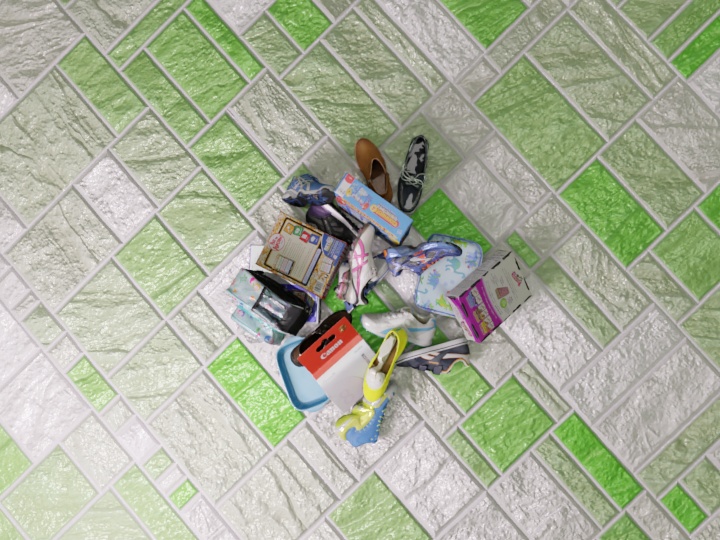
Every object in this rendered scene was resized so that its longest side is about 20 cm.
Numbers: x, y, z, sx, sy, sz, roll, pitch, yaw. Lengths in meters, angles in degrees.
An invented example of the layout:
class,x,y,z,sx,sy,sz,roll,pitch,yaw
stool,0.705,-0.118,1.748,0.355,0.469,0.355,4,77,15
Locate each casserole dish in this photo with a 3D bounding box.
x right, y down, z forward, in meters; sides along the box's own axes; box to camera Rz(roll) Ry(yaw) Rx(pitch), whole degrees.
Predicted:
class,x,y,z,sx,sy,sz,roll,pitch,yaw
casserole dish,-0.146,0.269,1.662,0.119,0.039,0.203,-21,88,3

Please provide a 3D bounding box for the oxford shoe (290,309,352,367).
class,x,y,z,sx,sy,sz,roll,pitch,yaw
oxford shoe,-0.088,0.168,1.615,0.073,0.084,0.200,46,63,2

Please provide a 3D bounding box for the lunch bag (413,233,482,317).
class,x,y,z,sx,sy,sz,roll,pitch,yaw
lunch bag,0.226,0.016,1.621,0.158,0.082,0.204,12,89,5

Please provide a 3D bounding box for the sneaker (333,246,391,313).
class,x,y,z,sx,sy,sz,roll,pitch,yaw
sneaker,-0.001,0.001,1.639,0.115,0.081,0.200,43,93,2

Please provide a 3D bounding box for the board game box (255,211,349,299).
class,x,y,z,sx,sy,sz,roll,pitch,yaw
board game box,-0.148,-0.039,1.614,0.197,0.046,0.154,26,87,12

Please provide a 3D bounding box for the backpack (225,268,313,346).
class,x,y,z,sx,sy,sz,roll,pitch,yaw
backpack,-0.237,0.087,1.564,0.199,0.178,0.151,39,86,9

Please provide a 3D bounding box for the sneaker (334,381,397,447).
class,x,y,z,sx,sy,sz,roll,pitch,yaw
sneaker,0.032,0.378,1.640,0.199,0.076,0.106,-37,105,2

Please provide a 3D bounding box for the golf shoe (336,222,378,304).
class,x,y,z,sx,sy,sz,roll,pitch,yaw
golf shoe,0.008,-0.015,1.573,0.090,0.073,0.204,18,98,5

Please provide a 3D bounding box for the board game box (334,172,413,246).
class,x,y,z,sx,sy,sz,roll,pitch,yaw
board game box,0.033,-0.143,1.581,0.199,0.196,0.056,36,86,5

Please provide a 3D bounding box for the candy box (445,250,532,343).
class,x,y,z,sx,sy,sz,roll,pitch,yaw
candy box,0.319,0.062,1.569,0.199,0.061,0.138,-37,110,-20

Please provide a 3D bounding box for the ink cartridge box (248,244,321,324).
class,x,y,z,sx,sy,sz,roll,pitch,yaw
ink cartridge box,-0.197,0.035,1.670,0.196,0.043,0.203,4,88,4

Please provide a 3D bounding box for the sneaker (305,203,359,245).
class,x,y,z,sx,sy,sz,roll,pitch,yaw
sneaker,-0.059,-0.101,1.658,0.200,0.076,0.088,43,101,11

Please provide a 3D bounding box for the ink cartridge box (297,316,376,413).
class,x,y,z,sx,sy,sz,roll,pitch,yaw
ink cartridge box,-0.040,0.240,1.591,0.162,0.057,0.201,-41,128,-5

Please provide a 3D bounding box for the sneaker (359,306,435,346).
class,x,y,z,sx,sy,sz,roll,pitch,yaw
sneaker,0.096,0.130,1.623,0.196,0.077,0.082,12,110,-5

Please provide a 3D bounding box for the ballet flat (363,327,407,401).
class,x,y,z,sx,sy,sz,roll,pitch,yaw
ballet flat,0.052,0.231,1.563,0.066,0.067,0.203,28,95,22

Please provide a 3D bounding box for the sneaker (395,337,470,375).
class,x,y,z,sx,sy,sz,roll,pitch,yaw
sneaker,0.185,0.232,1.620,0.196,0.078,0.081,-14,82,2

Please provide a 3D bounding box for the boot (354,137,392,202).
class,x,y,z,sx,sy,sz,roll,pitch,yaw
boot,0.034,-0.262,1.605,0.073,0.155,0.203,-24,83,3

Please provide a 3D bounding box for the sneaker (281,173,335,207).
class,x,y,z,sx,sy,sz,roll,pitch,yaw
sneaker,-0.131,-0.210,1.615,0.198,0.075,0.078,6,76,48

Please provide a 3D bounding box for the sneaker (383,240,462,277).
class,x,y,z,sx,sy,sz,roll,pitch,yaw
sneaker,0.156,-0.029,1.561,0.196,0.075,0.080,-8,90,22

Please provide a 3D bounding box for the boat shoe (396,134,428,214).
class,x,y,z,sx,sy,sz,roll,pitch,yaw
boat shoe,0.139,-0.249,1.645,0.073,0.062,0.204,16,90,2
